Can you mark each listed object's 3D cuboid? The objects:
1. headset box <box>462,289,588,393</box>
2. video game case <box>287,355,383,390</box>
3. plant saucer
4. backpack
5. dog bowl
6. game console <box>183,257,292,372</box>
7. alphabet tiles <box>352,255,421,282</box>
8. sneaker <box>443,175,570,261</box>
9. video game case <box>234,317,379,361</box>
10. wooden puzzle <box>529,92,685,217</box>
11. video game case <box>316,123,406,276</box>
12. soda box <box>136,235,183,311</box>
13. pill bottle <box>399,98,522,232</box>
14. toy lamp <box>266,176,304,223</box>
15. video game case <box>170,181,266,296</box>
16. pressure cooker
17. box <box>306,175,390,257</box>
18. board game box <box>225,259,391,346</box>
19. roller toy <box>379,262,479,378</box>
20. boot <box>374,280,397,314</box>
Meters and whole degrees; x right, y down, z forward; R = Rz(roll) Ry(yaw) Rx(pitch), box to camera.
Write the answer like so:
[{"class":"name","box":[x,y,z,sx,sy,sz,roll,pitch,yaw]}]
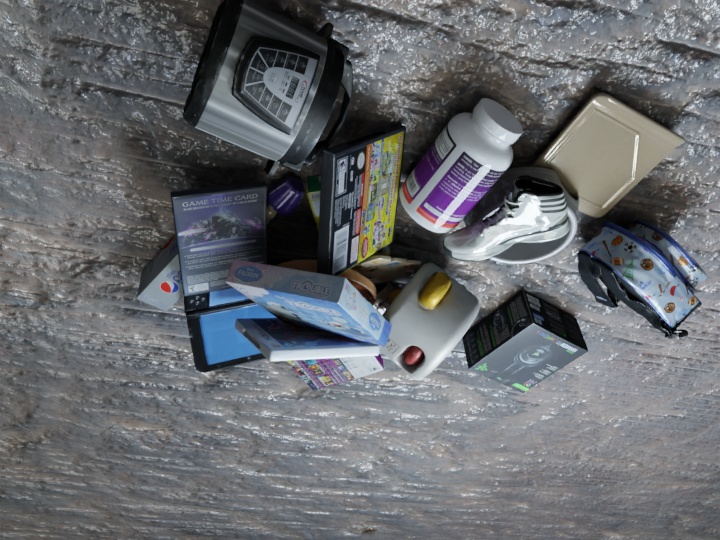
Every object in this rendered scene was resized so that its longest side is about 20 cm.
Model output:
[{"class":"headset box","box":[0.340,0.158,1.274,0.174,0.093,0.200,26,129,-27]},{"class":"video game case","box":[-0.068,0.177,1.301,0.180,0.036,0.200,-19,134,15]},{"class":"plant saucer","box":[-0.071,0.028,1.026,0.199,0.033,0.201,5,156,2]},{"class":"backpack","box":[0.492,-0.001,1.062,0.190,0.200,0.154,32,95,-23]},{"class":"dog bowl","box":[0.274,-0.085,1.021,0.199,0.059,0.201,2,143,1]},{"class":"game console","box":[-0.210,0.081,1.089,0.199,0.119,0.173,-11,152,-21]},{"class":"alphabet tiles","box":[0.000,0.000,1.068,0.195,0.015,0.199,-16,163,43]},{"class":"sneaker","box":[0.217,-0.089,0.924,0.199,0.076,0.116,-15,132,11]},{"class":"video game case","box":[-0.096,0.114,1.041,0.199,0.182,0.023,2,101,-30]},{"class":"wooden puzzle","box":[0.384,-0.182,0.972,0.184,0.037,0.200,19,136,-22]},{"class":"video game case","box":[0.002,-0.104,0.902,0.025,0.180,0.201,23,125,28]},{"class":"soda box","box":[-0.316,-0.014,1.060,0.063,0.069,0.200,29,127,-33]},{"class":"pill bottle","box":[0.154,-0.159,0.917,0.112,0.113,0.200,20,131,-23]},{"class":"toy lamp","box":[-0.166,-0.082,1.011,0.058,0.058,0.200,27,128,-29]},{"class":"video game case","box":[-0.221,-0.047,0.962,0.142,0.019,0.201,-10,133,-19]},{"class":"pressure cooker","box":[-0.109,-0.236,0.775,0.199,0.179,0.176,21,144,-23]},{"class":"box","box":[-0.015,-0.080,1.034,0.117,0.049,0.201,-9,134,4]},{"class":"board game box","box":[-0.076,0.053,0.943,0.199,0.044,0.199,9,159,27]},{"class":"roller toy","box":[0.107,0.085,1.065,0.140,0.200,0.183,39,97,4]},{"class":"boot","box":[0.079,0.078,1.195,0.199,0.070,0.147,-27,121,7]}]
